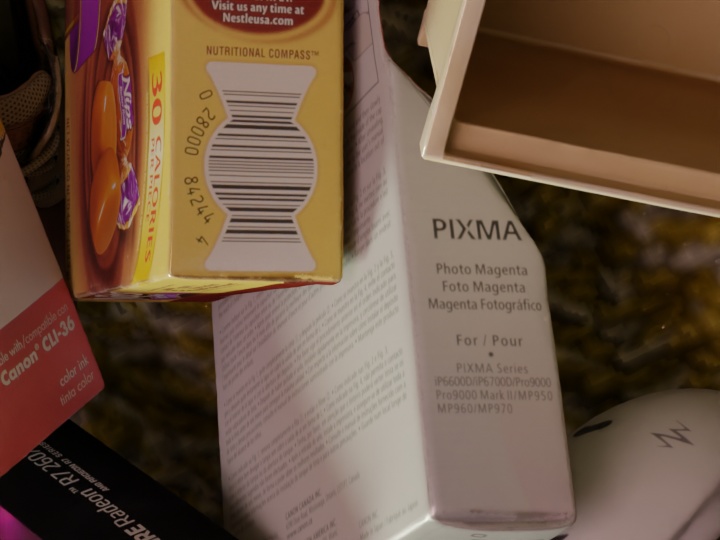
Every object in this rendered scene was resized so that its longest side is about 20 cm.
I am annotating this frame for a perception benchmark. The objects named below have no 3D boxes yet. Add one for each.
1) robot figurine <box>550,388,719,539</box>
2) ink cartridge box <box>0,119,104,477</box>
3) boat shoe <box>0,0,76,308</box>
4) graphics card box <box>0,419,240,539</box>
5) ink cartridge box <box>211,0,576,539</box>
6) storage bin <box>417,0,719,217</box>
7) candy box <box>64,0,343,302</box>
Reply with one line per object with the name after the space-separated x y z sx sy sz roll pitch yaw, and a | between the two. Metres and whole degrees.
0.124 0.124 0.736 0.200 0.125 0.150 41 97 14 | robot figurine
-0.170 -0.034 0.771 0.116 0.067 0.200 -7 112 32 | ink cartridge box
-0.128 -0.052 0.818 0.074 0.076 0.200 34 139 60 | boat shoe
-0.073 0.127 0.808 0.200 0.051 0.126 30 133 50 | graphics card box
0.000 0.000 0.768 0.163 0.057 0.200 138 135 -60 | ink cartridge box
0.131 -0.116 0.645 0.198 0.094 0.200 11 111 -8 | storage bin
-0.048 -0.093 0.759 0.117 0.056 0.200 172 97 -69 | candy box
